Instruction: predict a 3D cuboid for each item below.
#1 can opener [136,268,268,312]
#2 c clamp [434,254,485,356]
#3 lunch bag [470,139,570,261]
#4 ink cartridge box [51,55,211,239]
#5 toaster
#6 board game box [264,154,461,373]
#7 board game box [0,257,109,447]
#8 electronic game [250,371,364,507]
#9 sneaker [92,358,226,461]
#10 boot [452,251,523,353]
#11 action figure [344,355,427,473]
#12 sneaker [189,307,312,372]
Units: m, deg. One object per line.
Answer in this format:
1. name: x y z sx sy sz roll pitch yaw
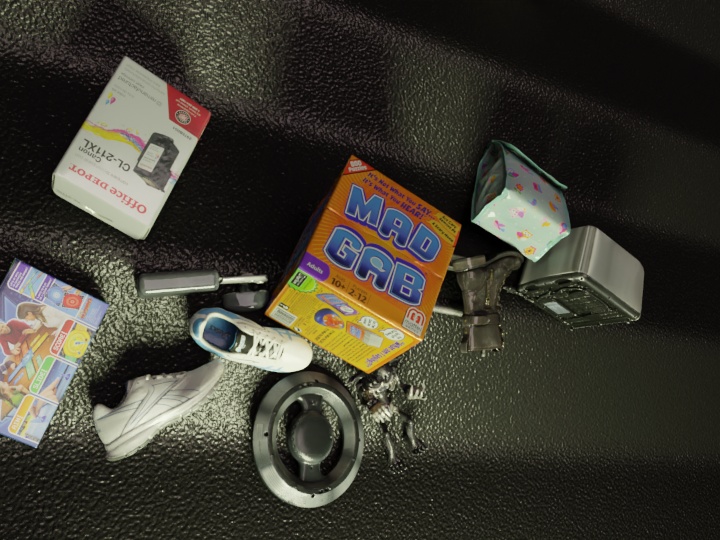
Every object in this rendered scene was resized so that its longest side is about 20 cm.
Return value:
1. can opener: -0.229 0.033 0.935 0.195 0.053 0.069 -5 83 -27
2. c clamp: 0.169 0.051 1.158 0.195 0.027 0.176 17 74 -25
3. lunch bag: 0.308 -0.149 1.212 0.168 0.122 0.203 30 44 -16
4. ink cartridge box: -0.325 -0.171 0.900 0.144 0.082 0.205 30 69 -21
5. toaster: 0.416 0.018 1.212 0.197 0.180 0.121 30 66 -21
6. board game box: 0.000 0.000 0.950 0.197 0.200 0.203 30 61 -10
7. board game box: -0.438 0.107 0.821 0.133 0.034 0.204 29 69 -20
8. electronic game: -0.079 0.262 0.983 0.195 0.041 0.206 11 69 -30
9. sneaker: -0.278 0.176 0.877 0.198 0.074 0.089 -32 92 -29
10. boot: 0.240 0.060 1.159 0.196 0.068 0.180 -7 88 -38
11. action figure: 0.051 0.215 1.028 0.117 0.101 0.205 -23 96 -27
12. sneaker: -0.162 0.112 0.941 0.195 0.072 0.074 20 96 -20
